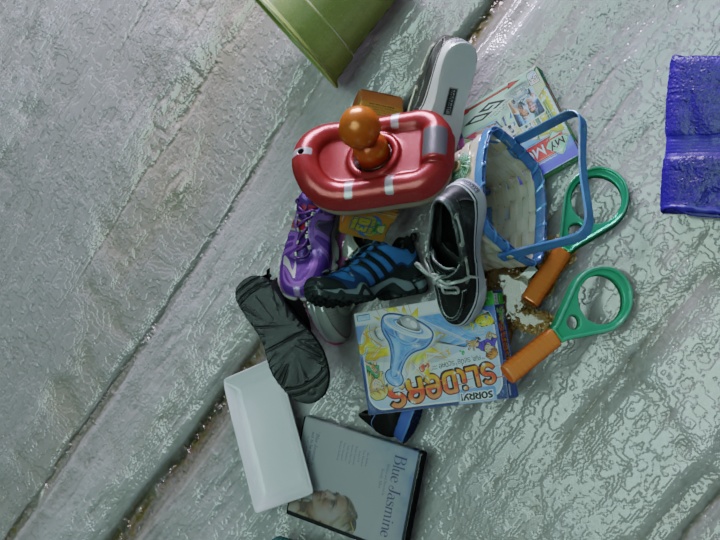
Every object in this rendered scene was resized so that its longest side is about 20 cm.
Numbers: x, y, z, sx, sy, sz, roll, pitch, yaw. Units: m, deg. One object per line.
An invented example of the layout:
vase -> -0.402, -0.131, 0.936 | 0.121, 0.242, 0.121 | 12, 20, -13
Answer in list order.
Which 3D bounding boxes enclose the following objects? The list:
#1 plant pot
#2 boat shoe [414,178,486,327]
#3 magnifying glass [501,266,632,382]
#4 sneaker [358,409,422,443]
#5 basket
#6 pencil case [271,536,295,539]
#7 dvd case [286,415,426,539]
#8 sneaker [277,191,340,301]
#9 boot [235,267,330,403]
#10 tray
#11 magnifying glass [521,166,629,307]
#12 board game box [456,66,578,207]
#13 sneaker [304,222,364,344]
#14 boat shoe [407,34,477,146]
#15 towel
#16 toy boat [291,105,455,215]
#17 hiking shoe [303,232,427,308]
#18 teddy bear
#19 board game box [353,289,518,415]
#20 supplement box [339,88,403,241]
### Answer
plant pot -> -0.031, -0.385, 1.568 | 0.190, 0.200, 0.200 | -42, 71, 3
boat shoe -> 0.106, -0.008, 1.357 | 0.074, 0.068, 0.200 | 30, 135, 28
magnifying glass -> 0.253, 0.068, 1.414 | 0.200, 0.022, 0.080 | -36, 93, -16
sneaker -> 0.061, 0.128, 1.540 | 0.078, 0.070, 0.200 | 24, 98, 17
basket -> 0.190, -0.089, 1.406 | 0.200, 0.139, 0.177 | -19, 53, 32
pencil case -> -0.040, 0.425, 1.560 | 0.200, 0.085, 0.093 | 8, 74, 26
dvd case -> -0.009, 0.291, 1.575 | 0.200, 0.018, 0.143 | 12, 92, 34
sneaker -> -0.069, -0.058, 1.525 | 0.080, 0.083, 0.200 | 5, 69, 19
boot -> -0.097, 0.087, 1.568 | 0.073, 0.162, 0.198 | -34, 83, 3
tray -> -0.128, 0.232, 1.637 | 0.107, 0.022, 0.200 | -25, 72, 30
magnifying glass -> 0.265, -0.043, 1.448 | 0.080, 0.022, 0.200 | 32, 83, 14
board game box -> 0.178, -0.160, 1.526 | 0.200, 0.029, 0.135 | -30, 74, 21
sneaker -> -0.020, 0.002, 1.580 | 0.088, 0.081, 0.200 | 0, 87, 27
boat shoe -> 0.096, -0.210, 1.522 | 0.064, 0.071, 0.200 | 41, 115, 55
towel -> 0.438, -0.163, 1.393 | 0.147, 0.050, 0.200 | 3, 88, 24
toy boat -> 0.009, -0.149, 1.399 | 0.200, 0.131, 0.131 | -7, 56, 18
hiking shoe -> 0.000, 0.000, 1.511 | 0.074, 0.200, 0.087 | -14, 84, 45
teddy bear -> 0.199, 0.029, 1.493 | 0.145, 0.067, 0.200 | 13, 86, 16
board game box -> 0.093, 0.106, 1.468 | 0.200, 0.034, 0.136 | -11, 85, 29
supplement box -> 0.015, -0.141, 1.525 | 0.069, 0.067, 0.200 | 10, 56, -13
